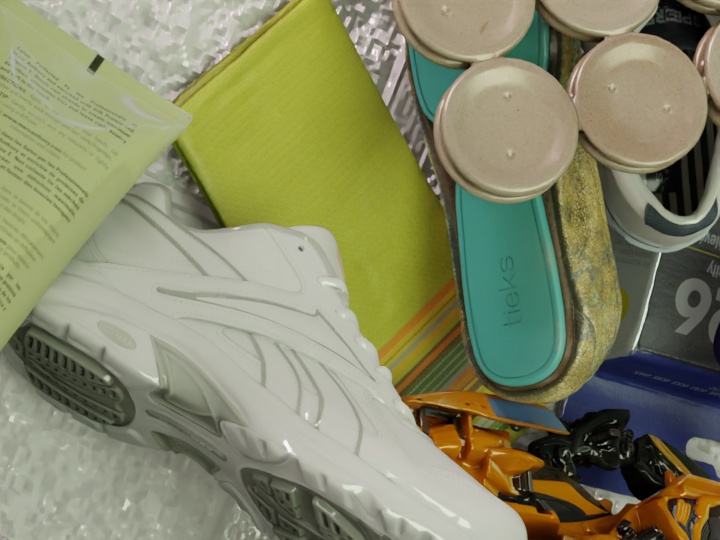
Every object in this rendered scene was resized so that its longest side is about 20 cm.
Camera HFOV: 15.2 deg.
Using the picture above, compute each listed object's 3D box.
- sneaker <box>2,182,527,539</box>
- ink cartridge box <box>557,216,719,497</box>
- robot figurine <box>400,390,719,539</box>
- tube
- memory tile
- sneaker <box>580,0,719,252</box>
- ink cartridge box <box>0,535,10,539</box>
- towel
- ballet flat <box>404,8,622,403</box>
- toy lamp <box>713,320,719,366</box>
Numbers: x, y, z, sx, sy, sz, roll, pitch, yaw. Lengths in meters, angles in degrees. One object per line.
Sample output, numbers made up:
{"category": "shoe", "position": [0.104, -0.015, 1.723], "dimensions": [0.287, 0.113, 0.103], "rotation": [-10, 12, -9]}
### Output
{"category": "sneaker", "position": [-0.020, 0.032, 0.902], "dimensions": [0.200, 0.078, 0.099], "rotation": [33, 63, 8]}
{"category": "ink cartridge box", "position": [0.182, 0.008, 1.112], "dimensions": [0.197, 0.047, 0.201], "rotation": [16, 86, -36]}
{"category": "robot figurine", "position": [0.067, 0.110, 0.987], "dimensions": [0.199, 0.058, 0.146], "rotation": [11, 65, -29]}
{"category": "tube", "position": [-0.131, 0.001, 0.859], "dimensions": [0.200, 0.052, 0.058], "rotation": [-60, 136, -30]}
{"category": "memory tile", "position": [0.075, -0.128, 0.960], "dimensions": [0.153, 0.017, 0.201], "rotation": [-14, 80, -16]}
{"category": "sneaker", "position": [0.114, -0.108, 1.006], "dimensions": [0.073, 0.071, 0.201], "rotation": [-10, 92, -9]}
{"category": "ink cartridge box", "position": [-0.130, 0.187, 0.853], "dimensions": [0.145, 0.145, 0.200], "rotation": [-47, 121, -20]}
{"category": "towel", "position": [0.000, 0.000, 0.998], "dimensions": [0.086, 0.018, 0.200], "rotation": [-43, 119, -26]}
{"category": "ballet flat", "position": [0.059, -0.051, 0.998], "dimensions": [0.070, 0.071, 0.201], "rotation": [-5, 85, -35]}
{"category": "toy lamp", "position": [0.162, 0.079, 1.065], "dimensions": [0.058, 0.058, 0.201], "rotation": [-19, 124, -32]}
